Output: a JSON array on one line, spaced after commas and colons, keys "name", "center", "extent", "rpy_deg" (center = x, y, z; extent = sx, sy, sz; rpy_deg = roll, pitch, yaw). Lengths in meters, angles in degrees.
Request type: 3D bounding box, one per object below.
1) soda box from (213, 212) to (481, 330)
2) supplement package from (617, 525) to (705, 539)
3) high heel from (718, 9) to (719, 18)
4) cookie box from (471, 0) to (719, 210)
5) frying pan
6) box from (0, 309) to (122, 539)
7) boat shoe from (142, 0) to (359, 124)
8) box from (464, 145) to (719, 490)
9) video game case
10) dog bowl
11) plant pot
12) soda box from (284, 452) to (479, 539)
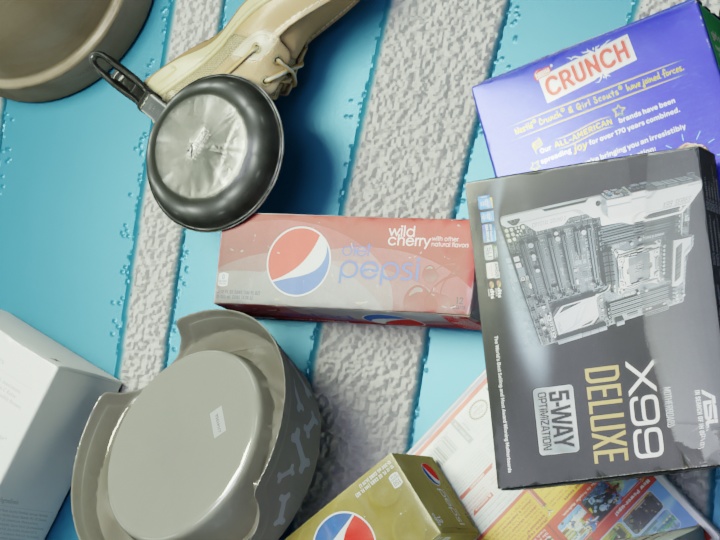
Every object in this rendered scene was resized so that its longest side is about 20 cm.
[{"name": "soda box", "center": [0.000, 0.000, 1.578], "extent": [0.198, 0.063, 0.071], "rpy_deg": [3, 79, 24]}, {"name": "supplement package", "center": [0.124, 0.254, 1.407], "extent": [0.198, 0.151, 0.153], "rpy_deg": [-13, 83, 15]}, {"name": "high heel", "center": [0.302, -0.115, 1.427], "extent": [0.199, 0.072, 0.143], "rpy_deg": [20, 43, 21]}, {"name": "cookie box", "center": [0.185, -0.054, 1.500], "extent": [0.170, 0.075, 0.202], "rpy_deg": [-20, 74, 20]}, {"name": "frying pan", "center": [-0.124, -0.116, 1.613], "extent": [0.115, 0.031, 0.191], "rpy_deg": [-36, 67, 17]}, {"name": "box", "center": [-0.286, 0.137, 1.659], "extent": [0.124, 0.097, 0.201], "rpy_deg": [29, 93, 26]}, {"name": "boat shoe", "center": [-0.070, -0.153, 1.640], "extent": [0.199, 0.071, 0.065], "rpy_deg": [-34, 73, 25]}, {"name": "box", "center": [0.157, 0.033, 1.430], "extent": [0.157, 0.050, 0.202], "rpy_deg": [-8, 84, 22]}, {"name": "video game case", "center": [0.128, 0.159, 1.516], "extent": [0.143, 0.017, 0.200], "rpy_deg": [-47, 66, 9]}, {"name": "dog bowl", "center": [-0.111, 0.129, 1.570], "extent": [0.199, 0.059, 0.201], "rpy_deg": [-23, 51, 31]}, {"name": "plant pot", "center": [-0.278, -0.242, 1.687], "extent": [0.198, 0.173, 0.202], "rpy_deg": [-4, 79, 23]}, {"name": "soda box", "center": [-0.020, 0.210, 1.536], "extent": [0.200, 0.064, 0.068], "rpy_deg": [-41, 67, 19]}]
